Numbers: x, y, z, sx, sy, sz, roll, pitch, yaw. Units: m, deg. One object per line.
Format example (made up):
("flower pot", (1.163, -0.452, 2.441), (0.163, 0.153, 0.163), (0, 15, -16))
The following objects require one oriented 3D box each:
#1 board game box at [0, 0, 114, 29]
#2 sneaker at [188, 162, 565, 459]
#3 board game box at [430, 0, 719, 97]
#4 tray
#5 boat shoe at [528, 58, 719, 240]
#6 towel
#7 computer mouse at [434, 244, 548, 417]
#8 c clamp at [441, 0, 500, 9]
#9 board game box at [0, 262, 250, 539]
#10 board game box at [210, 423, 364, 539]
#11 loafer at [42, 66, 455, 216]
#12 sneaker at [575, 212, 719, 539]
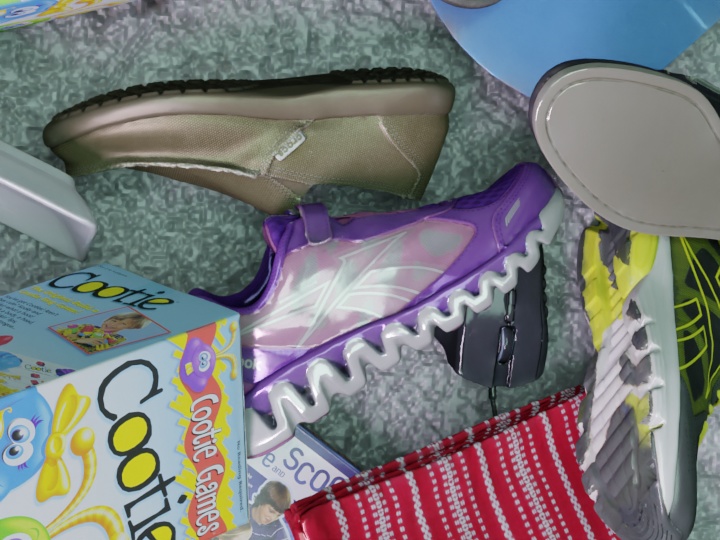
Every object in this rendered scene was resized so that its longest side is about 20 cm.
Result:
("board game box", (-0.147, -0.171, 0.881), (0.198, 0.105, 0.104), (-14, 93, -6))
("sneaker", (0.000, 0.000, 0.884), (0.199, 0.080, 0.089), (-33, 95, -4))
("board game box", (0.116, -0.175, 0.957), (0.200, 0.039, 0.158), (-41, 90, -10))
("tray", (-0.209, -0.063, 0.882), (0.199, 0.107, 0.022), (27, 79, -7))
("boat shoe", (0.150, -0.058, 0.916), (0.199, 0.063, 0.073), (17, 112, -33))
("towel", (0.068, 0.143, 0.881), (0.199, 0.022, 0.146), (-19, 83, -36))
("computer mouse", (0.068, 0.064, 0.937), (0.058, 0.034, 0.202), (1, 81, -18))
("c clamp", (0.031, -0.212, 0.876), (0.170, 0.027, 0.201), (34, 68, -29))
("board game box", (-0.155, 0.080, 0.818), (0.199, 0.104, 0.104), (-19, 116, -40))
("board game box", (-0.027, 0.161, 0.942), (0.200, 0.034, 0.136), (38, 86, -6))
("loafer", (-0.051, -0.057, 0.915), (0.198, 0.076, 0.068), (-4, 100, -3))
("sneaker", (0.154, 0.043, 0.909), (0.084, 0.075, 0.201), (16, 53, -16))
